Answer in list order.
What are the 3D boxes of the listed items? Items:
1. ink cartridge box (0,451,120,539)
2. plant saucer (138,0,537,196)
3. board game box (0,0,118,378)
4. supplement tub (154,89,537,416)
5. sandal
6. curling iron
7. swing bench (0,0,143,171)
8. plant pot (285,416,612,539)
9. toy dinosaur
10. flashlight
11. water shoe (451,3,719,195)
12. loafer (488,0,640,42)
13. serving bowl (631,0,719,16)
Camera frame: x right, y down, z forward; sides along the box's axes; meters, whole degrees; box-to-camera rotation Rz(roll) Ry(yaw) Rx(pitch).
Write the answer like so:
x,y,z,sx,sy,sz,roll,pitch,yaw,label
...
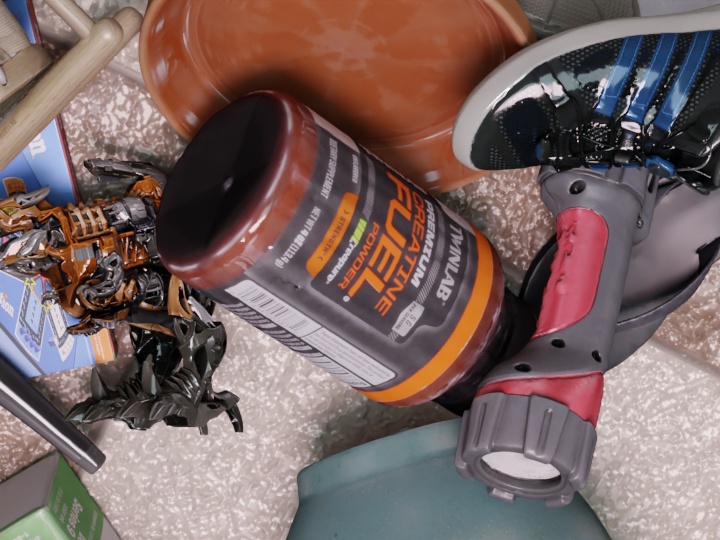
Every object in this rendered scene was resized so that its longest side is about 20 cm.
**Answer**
x,y,z,sx,sy,sz,roll,pitch,yaw,label
-0.172,0.226,1.207,0.145,0.088,0.201,-30,107,6,ink cartridge box
-0.009,-0.105,1.095,0.199,0.032,0.201,5,146,4,plant saucer
-0.199,-0.038,1.164,0.102,0.019,0.201,-11,106,3,board game box
0.000,0.000,1.123,0.200,0.107,0.107,33,103,-33,supplement tub
0.160,-0.015,1.172,0.200,0.043,0.076,-42,103,9,sandal
-0.217,0.046,1.162,0.200,0.026,0.050,37,65,-15,curling iron
-0.244,-0.117,1.065,0.200,0.130,0.199,-44,96,6,swing bench
0.040,0.153,1.155,0.199,0.200,0.135,-16,79,2,plant pot
-0.099,0.013,1.144,0.198,0.102,0.137,6,81,-4,toy dinosaur
0.098,0.015,1.104,0.068,0.201,0.068,1,150,23,flashlight
0.143,-0.075,1.048,0.199,0.079,0.072,-16,147,-5,water shoe
0.042,-0.150,1.120,0.199,0.072,0.063,23,145,-3,loafer
0.232,-0.161,1.108,0.199,0.066,0.201,7,112,17,serving bowl
